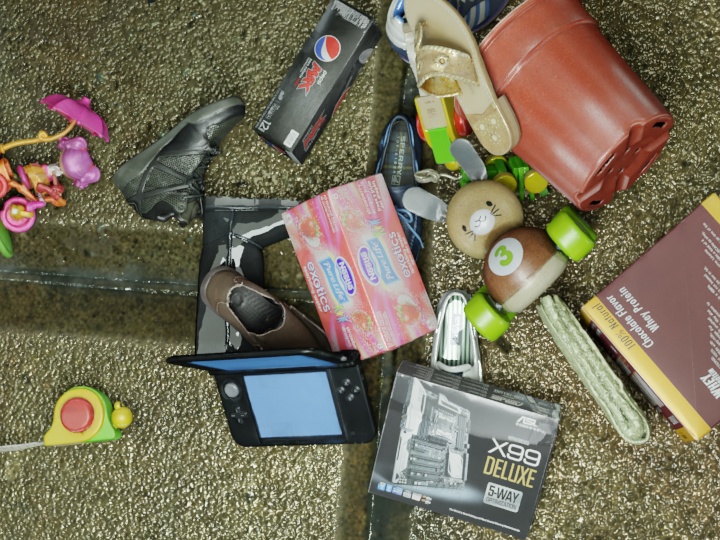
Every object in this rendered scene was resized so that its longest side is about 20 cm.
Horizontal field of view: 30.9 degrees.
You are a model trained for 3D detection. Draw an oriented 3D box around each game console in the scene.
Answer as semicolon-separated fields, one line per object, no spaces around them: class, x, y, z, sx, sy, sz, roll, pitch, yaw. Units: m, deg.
game console;-0.102;0.150;1.525;0.198;0.116;0.178;-4;112;24

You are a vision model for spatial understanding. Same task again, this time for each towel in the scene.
towel;0.267;0.114;1.509;0.036;0.148;0.201;-35;81;4

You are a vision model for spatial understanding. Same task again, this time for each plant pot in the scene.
plant pot;0.245;-0.188;1.511;0.200;0.201;0.196;-41;68;1

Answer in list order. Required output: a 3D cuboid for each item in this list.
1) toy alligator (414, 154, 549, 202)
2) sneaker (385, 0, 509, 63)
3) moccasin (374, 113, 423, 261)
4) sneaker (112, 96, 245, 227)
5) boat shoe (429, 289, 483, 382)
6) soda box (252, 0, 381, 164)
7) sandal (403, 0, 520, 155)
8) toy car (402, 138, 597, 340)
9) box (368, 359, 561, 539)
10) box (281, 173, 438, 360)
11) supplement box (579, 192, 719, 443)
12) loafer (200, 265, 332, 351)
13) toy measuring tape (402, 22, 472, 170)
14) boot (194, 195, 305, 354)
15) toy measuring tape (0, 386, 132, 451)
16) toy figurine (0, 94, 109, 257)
toy alligator;0.164;-0.106;1.598;0.197;0.060;0.055;-7;124;-3
sneaker;0.115;-0.340;1.597;0.200;0.146;0.081;-41;78;2
moccasin;0.037;-0.096;1.614;0.079;0.068;0.203;-3;82;9
sneaker;-0.210;-0.131;1.658;0.199;0.076;0.115;-37;80;6
boat shoe;0.111;0.123;1.570;0.073;0.067;0.203;-6;83;9
soda box;-0.053;-0.240;1.648;0.063;0.071;0.201;32;87;13
sandal;0.097;-0.215;1.453;0.069;0.077;0.213;-34;92;-36
toy car;0.150;-0.052;1.521;0.164;0.158;0.200;-44;87;13
box;0.122;0.210;1.532;0.198;0.050;0.160;16;108;7
box;0.000;0.000;1.557;0.102;0.094;0.202;-21;89;48
supplement box;0.391;0.059;1.502;0.200;0.133;0.198;-41;78;1
loafer;-0.107;0.071;1.572;0.199;0.071;0.074;33;87;-25
toy measuring tape;0.095;-0.218;1.596;0.073;0.074;0.202;-15;115;6
boot;-0.125;0.014;1.626;0.163;0.066;0.203;2;83;6
toy measuring tape;-0.383;0.185;1.635;0.197;0.074;0.075;-7;81;8
toy figurine;-0.409;-0.142;1.676;0.182;0.150;0.202;-21;101;-4
